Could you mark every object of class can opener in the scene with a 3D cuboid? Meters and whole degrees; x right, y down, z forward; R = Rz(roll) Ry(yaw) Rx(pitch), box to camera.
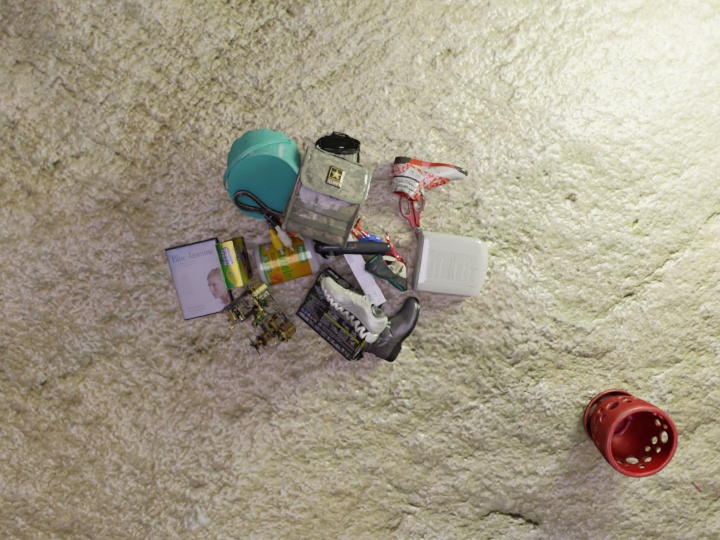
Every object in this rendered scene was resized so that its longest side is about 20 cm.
[{"bbox_3d":[-0.020,-0.060,1.412,0.199,0.063,0.079,4,89,-6],"label":"can opener"}]

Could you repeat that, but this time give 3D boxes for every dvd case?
[{"bbox_3d":[-0.432,0.023,1.514,0.142,0.018,0.201,-13,97,-1],"label":"dvd case"}]

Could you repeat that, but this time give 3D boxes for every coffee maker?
[{"bbox_3d":[-0.054,-0.236,1.447,0.134,0.192,0.201,12,118,14],"label":"coffee maker"}]

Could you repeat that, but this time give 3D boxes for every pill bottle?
[{"bbox_3d":[-0.169,-0.036,1.477,0.199,0.111,0.112,-16,97,-2],"label":"pill bottle"}]

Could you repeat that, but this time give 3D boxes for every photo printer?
[{"bbox_3d":[0.247,-0.015,1.523,0.199,0.069,0.167,6,96,-9],"label":"photo printer"}]

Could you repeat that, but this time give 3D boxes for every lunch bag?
[{"bbox_3d":[-0.078,-0.174,1.306,0.163,0.118,0.201,17,110,-13],"label":"lunch bag"}]

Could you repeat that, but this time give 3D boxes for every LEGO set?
[{"bbox_3d":[-0.276,0.134,1.466,0.116,0.153,0.201,-41,111,-32],"label":"LEGO set"}]

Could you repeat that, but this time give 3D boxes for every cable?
[{"bbox_3d":[-0.216,-0.129,1.365,0.097,0.050,0.200,-37,124,10],"label":"cable"}]

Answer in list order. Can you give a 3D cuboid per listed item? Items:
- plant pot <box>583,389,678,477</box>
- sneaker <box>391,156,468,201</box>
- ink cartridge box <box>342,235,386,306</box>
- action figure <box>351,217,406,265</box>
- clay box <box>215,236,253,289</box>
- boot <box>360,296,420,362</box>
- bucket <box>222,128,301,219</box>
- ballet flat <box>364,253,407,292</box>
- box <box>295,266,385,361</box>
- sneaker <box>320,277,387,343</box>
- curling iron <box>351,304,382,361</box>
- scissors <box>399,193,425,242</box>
[{"bbox_3d":[0.734,0.443,1.557,0.199,0.183,0.202,0,96,-4],"label":"plant pot"},{"bbox_3d":[0.180,-0.232,1.494,0.200,0.067,0.109,10,87,1],"label":"sneaker"},{"bbox_3d":[0.000,0.000,1.496,0.044,0.094,0.201,-28,93,-1],"label":"ink cartridge box"},{"bbox_3d":[0.052,-0.068,1.504,0.200,0.065,0.052,41,58,-25],"label":"action figure"},{"bbox_3d":[-0.320,-0.021,1.425,0.047,0.200,0.116,-13,98,-2],"label":"clay box"},{"bbox_3d":[0.070,0.147,1.520,0.131,0.070,0.201,24,93,-23],"label":"boot"},{"bbox_3d":[-0.241,-0.237,1.400,0.206,0.135,0.208,-5,125,-7],"label":"bucket"},{"bbox_3d":[0.083,0.003,1.471,0.073,0.200,0.073,-11,68,29],"label":"ballet flat"},{"bbox_3d":[-0.056,0.115,1.478,0.200,0.044,0.161,39,116,13],"label":"box"},{"bbox_3d":[-0.015,0.083,1.390,0.200,0.075,0.081,45,106,5],"label":"sneaker"},{"bbox_3d":[0.019,0.162,1.559,0.049,0.026,0.201,26,90,-28],"label":"curling iron"},{"bbox_3d":[0.147,-0.114,1.540,0.073,0.014,0.201,-5,98,-6],"label":"scissors"}]
